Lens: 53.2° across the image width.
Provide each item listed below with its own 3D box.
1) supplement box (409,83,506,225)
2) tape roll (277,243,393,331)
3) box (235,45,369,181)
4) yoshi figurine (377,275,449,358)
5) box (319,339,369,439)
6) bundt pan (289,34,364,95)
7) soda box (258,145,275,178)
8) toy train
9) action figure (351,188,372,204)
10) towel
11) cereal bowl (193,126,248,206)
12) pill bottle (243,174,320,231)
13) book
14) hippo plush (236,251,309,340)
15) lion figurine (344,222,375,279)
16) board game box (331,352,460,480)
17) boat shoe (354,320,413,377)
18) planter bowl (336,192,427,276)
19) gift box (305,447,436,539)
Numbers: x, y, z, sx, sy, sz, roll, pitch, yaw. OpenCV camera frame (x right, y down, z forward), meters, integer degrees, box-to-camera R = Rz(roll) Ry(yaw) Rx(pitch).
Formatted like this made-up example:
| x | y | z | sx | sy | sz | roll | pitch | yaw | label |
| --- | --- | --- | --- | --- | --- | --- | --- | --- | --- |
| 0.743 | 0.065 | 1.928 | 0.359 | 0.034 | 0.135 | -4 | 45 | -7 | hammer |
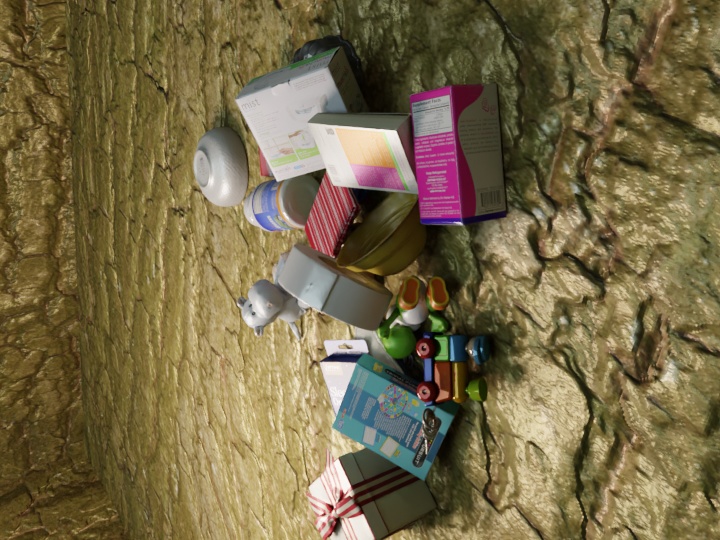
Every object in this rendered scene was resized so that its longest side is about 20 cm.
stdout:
| x | y | z | sx | sy | sz | roll | pitch | yaw | label |
| --- | --- | --- | --- | --- | --- | --- | --- | --- | --- |
| 0.151 | -0.178 | 1.111 | 0.103 | 0.100 | 0.205 | 7 | 104 | 53 | supplement box |
| -0.044 | 0.029 | 1.260 | 0.201 | 0.201 | 0.072 | 34 | 98 | 44 | tape roll |
| -0.096 | -0.279 | 1.301 | 0.197 | 0.097 | 0.178 | -12 | 122 | 26 | box |
| 0.087 | 0.093 | 1.269 | 0.112 | 0.112 | 0.201 | 44 | 153 | 10 | yoshi figurine |
| -0.014 | 0.234 | 1.396 | 0.120 | 0.032 | 0.204 | -6 | 103 | 44 | box |
| -0.079 | -0.352 | 1.400 | 0.200 | 0.075 | 0.206 | 22 | 118 | 49 | bundt pan |
| -0.182 | -0.307 | 1.563 | 0.069 | 0.063 | 0.204 | 15 | 112 | 51 | soda box |
| 0.160 | 0.204 | 1.195 | 0.114 | 0.084 | 0.205 | -5 | 82 | 31 | toy train |
| -0.012 | -0.130 | 1.374 | 0.052 | 0.065 | 0.200 | 50 | 148 | 1 | action figure |
| -0.057 | -0.099 | 1.377 | 0.202 | 0.022 | 0.146 | -63 | 38 | 43 | towel |
| -0.364 | -0.258 | 1.811 | 0.199 | 0.082 | 0.204 | 22 | 118 | 50 | cereal bowl |
| -0.173 | -0.142 | 1.556 | 0.198 | 0.111 | 0.115 | -3 | 97 | 54 | pill bottle |
| 0.012 | -0.194 | 1.202 | 0.197 | 0.048 | 0.135 | 12 | 138 | 38 | book |
| -0.198 | 0.055 | 1.603 | 0.161 | 0.159 | 0.201 | 59 | 140 | 23 | hippo plush |
| 0.000 | 0.000 | 1.410 | 0.121 | 0.072 | 0.204 | 6 | 119 | 43 | lion figurine |
| 0.062 | 0.266 | 1.311 | 0.197 | 0.047 | 0.153 | 27 | 115 | 12 | board game box |
| 0.059 | 0.178 | 1.367 | 0.075 | 0.061 | 0.202 | -45 | 71 | 40 | boat shoe |
| 0.056 | -0.052 | 1.255 | 0.083 | 0.202 | 0.199 | 44 | 147 | -17 | planter bowl |
| 0.003 | 0.440 | 1.417 | 0.202 | 0.184 | 0.186 | 57 | 139 | 24 | gift box |
